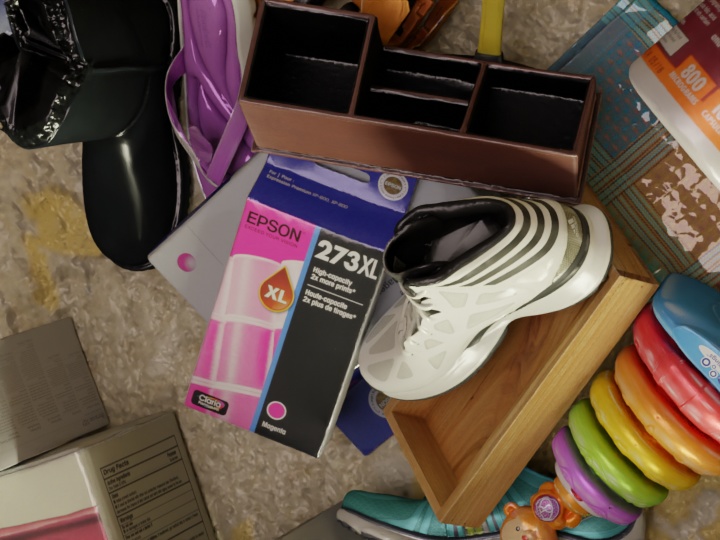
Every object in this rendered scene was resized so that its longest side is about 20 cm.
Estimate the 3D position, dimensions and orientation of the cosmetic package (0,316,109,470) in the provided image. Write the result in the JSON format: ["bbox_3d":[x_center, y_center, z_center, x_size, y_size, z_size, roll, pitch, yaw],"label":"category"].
[{"bbox_3d":[-0.245,0.091,1.343,0.051,0.200,0.083,-22,89,23],"label":"cosmetic package"}]

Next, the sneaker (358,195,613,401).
[{"bbox_3d":[0.039,0.007,1.180,0.200,0.115,0.076,-36,51,40],"label":"sneaker"}]

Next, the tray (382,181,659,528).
[{"bbox_3d":[0.093,0.050,1.229,0.200,0.037,0.099,-56,40,26],"label":"tray"}]

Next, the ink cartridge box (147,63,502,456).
[{"bbox_3d":[0.000,0.000,1.288,0.196,0.043,0.200,-41,96,23],"label":"ink cartridge box"}]

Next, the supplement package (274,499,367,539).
[{"bbox_3d":[-0.024,0.272,1.304,0.111,0.156,0.200,-35,83,23],"label":"supplement package"}]

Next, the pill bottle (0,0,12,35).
[{"bbox_3d":[-0.237,-0.199,1.344,0.112,0.112,0.200,46,111,10],"label":"pill bottle"}]

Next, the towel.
[{"bbox_3d":[0.182,-0.055,1.242,0.147,0.022,0.200,-43,81,23],"label":"towel"}]

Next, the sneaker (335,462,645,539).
[{"bbox_3d":[0.083,0.152,1.299,0.199,0.077,0.080,0,79,18],"label":"sneaker"}]

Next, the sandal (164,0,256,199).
[{"bbox_3d":[-0.098,-0.105,1.311,0.082,0.050,0.203,14,120,44],"label":"sandal"}]

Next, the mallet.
[{"bbox_3d":[0.071,-0.178,1.204,0.066,0.041,0.201,2,117,13],"label":"mallet"}]

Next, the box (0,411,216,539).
[{"bbox_3d":[-0.167,0.212,1.369,0.109,0.128,0.201,-19,90,25],"label":"box"}]

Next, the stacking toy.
[{"bbox_3d":[0.155,0.105,1.206,0.200,0.110,0.116,-43,89,18],"label":"stacking toy"}]

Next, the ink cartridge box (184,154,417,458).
[{"bbox_3d":[-0.038,0.013,1.261,0.094,0.037,0.200,21,113,5],"label":"ink cartridge box"}]

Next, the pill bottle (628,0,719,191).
[{"bbox_3d":[0.259,-0.135,1.140,0.200,0.114,0.114,-41,82,13],"label":"pill bottle"}]

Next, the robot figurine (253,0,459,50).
[{"bbox_3d":[0.016,-0.210,1.267,0.145,0.058,0.200,41,111,11],"label":"robot figurine"}]

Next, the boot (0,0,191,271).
[{"bbox_3d":[-0.177,-0.089,1.305,0.076,0.168,0.201,9,102,22],"label":"boot"}]

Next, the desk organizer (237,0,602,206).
[{"bbox_3d":[0.035,-0.098,1.172,0.199,0.077,0.072,10,75,9],"label":"desk organizer"}]
